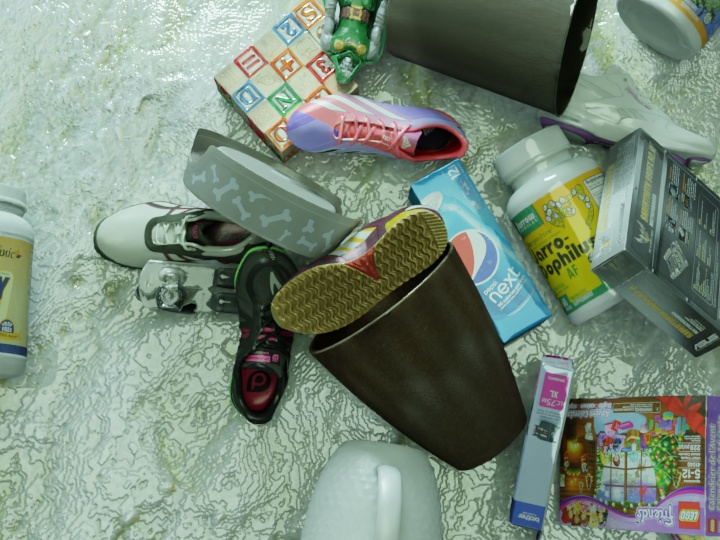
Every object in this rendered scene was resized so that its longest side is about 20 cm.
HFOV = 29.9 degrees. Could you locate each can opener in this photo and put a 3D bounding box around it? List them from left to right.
[{"bbox_3d":[-0.146,0.024,1.479,0.200,0.067,0.053,5,82,-13],"label":"can opener"}]

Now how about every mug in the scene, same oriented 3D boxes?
[{"bbox_3d":[0.016,0.262,1.364,0.148,0.200,0.176,9,74,-4],"label":"mug"}]

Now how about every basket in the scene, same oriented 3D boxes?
[{"bbox_3d":[0.139,-0.269,1.452,0.200,0.136,0.180,15,70,17],"label":"basket"}]

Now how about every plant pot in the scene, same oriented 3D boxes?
[{"bbox_3d":[0.079,0.104,1.413,0.187,0.187,0.200,-38,99,-6],"label":"plant pot"}]

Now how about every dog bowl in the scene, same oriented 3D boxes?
[{"bbox_3d":[-0.098,-0.078,1.423,0.200,0.200,0.059,31,98,4],"label":"dog bowl"}]

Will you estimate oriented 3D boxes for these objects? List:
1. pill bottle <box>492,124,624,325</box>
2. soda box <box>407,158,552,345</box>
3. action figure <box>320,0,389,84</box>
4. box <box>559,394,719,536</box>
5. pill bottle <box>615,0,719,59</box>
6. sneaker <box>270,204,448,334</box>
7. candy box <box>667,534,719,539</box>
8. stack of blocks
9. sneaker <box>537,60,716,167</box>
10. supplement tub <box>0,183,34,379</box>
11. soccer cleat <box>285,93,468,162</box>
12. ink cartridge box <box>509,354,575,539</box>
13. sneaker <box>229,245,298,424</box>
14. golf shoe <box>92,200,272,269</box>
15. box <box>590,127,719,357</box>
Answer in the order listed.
[{"bbox_3d":[0.229,-0.052,1.456,0.113,0.113,0.200,-29,83,-4],"label":"pill bottle"},{"bbox_3d":[0.128,-0.017,1.472,0.064,0.068,0.200,-30,83,-5],"label":"soda box"},{"bbox_3d":[-0.002,-0.299,1.466,0.118,0.055,0.200,8,84,-2],"label":"action figure"},{"bbox_3d":[0.287,0.198,1.382,0.039,0.200,0.137,9,79,-35],"label":"box"},{"bbox_3d":[0.386,-0.344,1.502,0.112,0.112,0.200,38,84,5],"label":"pill bottle"},{"bbox_3d":[0.000,0.000,1.390,0.200,0.090,0.075,-28,100,4],"label":"sneaker"},{"bbox_3d":[0.405,0.216,1.441,0.200,0.061,0.136,-37,84,-5],"label":"candy box"},{"bbox_3d":[-0.050,-0.231,1.509,0.200,0.059,0.115,-42,84,-6],"label":"stack of blocks"},{"bbox_3d":[0.303,-0.175,1.494,0.200,0.075,0.100,19,80,2],"label":"sneaker"},{"bbox_3d":[-0.422,0.011,1.428,0.144,0.144,0.200,1,81,0],"label":"supplement tub"},{"bbox_3d":[0.021,-0.149,1.459,0.200,0.076,0.067,2,112,-22],"label":"soccer cleat"},{"bbox_3d":[0.186,0.191,1.402,0.042,0.119,0.200,9,92,8],"label":"ink cartridge box"},{"bbox_3d":[-0.097,0.071,1.419,0.077,0.084,0.200,-1,109,-12],"label":"sneaker"},{"bbox_3d":[-0.196,-0.044,1.467,0.200,0.088,0.077,-1,83,1],"label":"golf shoe"},{"bbox_3d":[0.320,-0.031,1.405,0.158,0.048,0.200,36,43,-19],"label":"box"}]
